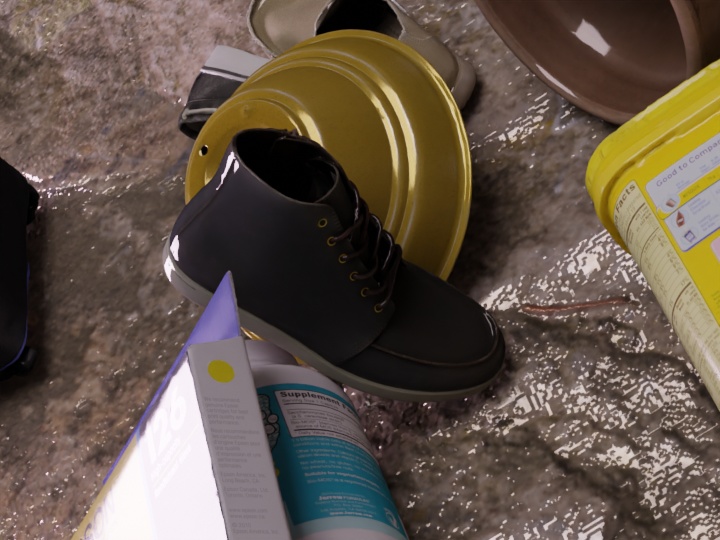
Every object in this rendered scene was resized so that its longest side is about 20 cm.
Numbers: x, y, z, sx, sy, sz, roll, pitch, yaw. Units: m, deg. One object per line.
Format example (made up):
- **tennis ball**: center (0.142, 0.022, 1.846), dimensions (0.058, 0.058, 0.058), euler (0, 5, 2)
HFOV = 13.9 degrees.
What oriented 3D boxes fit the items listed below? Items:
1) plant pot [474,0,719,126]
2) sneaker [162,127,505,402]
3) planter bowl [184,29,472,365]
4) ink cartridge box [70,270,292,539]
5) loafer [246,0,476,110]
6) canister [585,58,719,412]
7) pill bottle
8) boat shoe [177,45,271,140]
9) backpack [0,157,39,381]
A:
- **plant pot**: center (0.173, -0.208, 1.669), dimensions (0.175, 0.200, 0.200), euler (-40, 39, -21)
- **sneaker**: center (0.000, 0.000, 1.596), dimensions (0.106, 0.200, 0.075), euler (123, 163, -46)
- **planter bowl**: center (-0.040, -0.048, 1.699), dimensions (0.200, 0.083, 0.200), euler (-8, 78, 37)
- **ink cartridge box**: center (-0.104, 0.135, 1.547), dimensions (0.198, 0.047, 0.200), euler (-58, 38, 42)
- **loafer**: center (-0.007, -0.149, 1.826), dimensions (0.076, 0.068, 0.200), euler (-52, 42, -10)
- **canister**: center (0.218, -0.012, 1.531), dimensions (0.149, 0.087, 0.200), euler (-34, 44, 10)
- **pill bottle**: center (-0.040, 0.127, 1.593), dimensions (0.111, 0.111, 0.200), euler (-34, 42, 9)
- **boat shoe**: center (-0.037, -0.085, 1.803), dimensions (0.200, 0.071, 0.064), euler (17, 71, 50)
- **backpack**: center (-0.316, 0.010, 1.885), dimensions (0.200, 0.135, 0.183), euler (-26, 43, 22)
